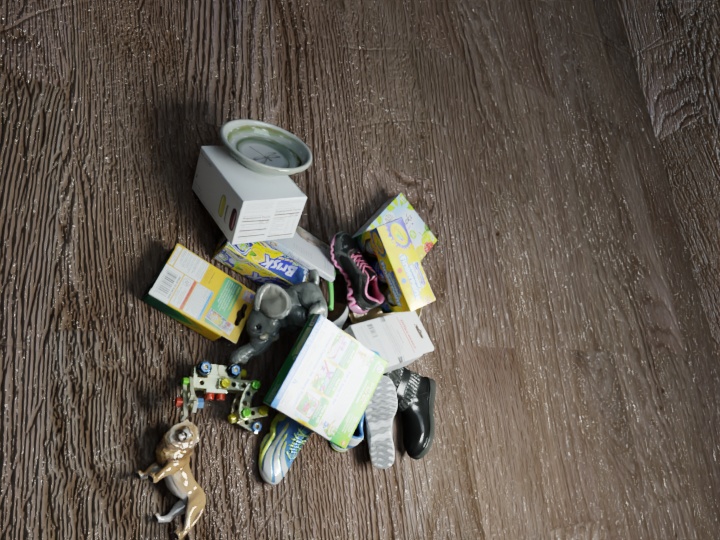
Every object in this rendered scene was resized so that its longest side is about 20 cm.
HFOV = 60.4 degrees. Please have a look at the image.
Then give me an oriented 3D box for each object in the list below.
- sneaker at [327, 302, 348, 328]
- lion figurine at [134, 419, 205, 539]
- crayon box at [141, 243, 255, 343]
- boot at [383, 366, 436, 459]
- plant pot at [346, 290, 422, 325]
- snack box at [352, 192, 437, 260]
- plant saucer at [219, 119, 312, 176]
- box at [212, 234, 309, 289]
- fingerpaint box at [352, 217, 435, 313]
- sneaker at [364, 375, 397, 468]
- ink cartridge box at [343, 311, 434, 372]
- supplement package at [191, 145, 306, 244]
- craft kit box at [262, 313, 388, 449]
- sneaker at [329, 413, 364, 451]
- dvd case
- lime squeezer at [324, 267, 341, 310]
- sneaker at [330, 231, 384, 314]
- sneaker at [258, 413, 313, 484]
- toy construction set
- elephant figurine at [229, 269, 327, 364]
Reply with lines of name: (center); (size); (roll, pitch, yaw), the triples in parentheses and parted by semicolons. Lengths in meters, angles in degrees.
sneaker: (-0.085, 0.151, 1.409); (0.200, 0.073, 0.085); (-50, 139, -47)
lion figurine: (-0.326, 0.384, 1.124); (0.122, 0.072, 0.201); (-26, 103, -54)
crayon box: (-0.323, 0.054, 1.261); (0.200, 0.052, 0.126); (35, 55, -21)
boot: (0.094, 0.322, 1.454); (0.158, 0.079, 0.212); (28, 52, -29)
plant pot: (0.056, 0.076, 1.515); (0.199, 0.027, 0.201); (2, 84, -21)
snack box: (0.089, -0.079, 1.619); (0.169, 0.068, 0.200); (52, 49, -11)
plant saucer: (-0.203, -0.249, 1.309); (0.199, 0.050, 0.200); (18, 34, -12)
box: (-0.215, -0.015, 1.357); (0.200, 0.070, 0.064); (31, 52, -24)
fingerpaint box: (0.072, -0.006, 1.424); (0.073, 0.167, 0.201); (-23, 94, -21)
sneaker: (0.037, 0.337, 1.394); (0.074, 0.082, 0.201); (4, 84, -10)
ink cartridge box: (0.060, 0.168, 1.413); (0.199, 0.067, 0.116); (-10, 66, -40)
supplement package: (-0.240, -0.166, 1.319); (0.155, 0.111, 0.200); (-10, 47, -40)
craft kit box: (-0.063, 0.220, 1.231); (0.197, 0.048, 0.200); (38, 71, -24)
sneaker: (-0.031, 0.293, 1.369); (0.074, 0.082, 0.201); (2, 70, -35)
dvd case: (-0.142, -0.063, 1.424); (0.200, 0.018, 0.143); (32, 25, -23)
lime squeezer: (-0.047, 0.011, 1.489); (0.071, 0.038, 0.200); (36, 40, 1)
sneaker: (0.000, 0.000, 1.428); (0.079, 0.095, 0.201); (-26, 97, -40)
sneaker: (-0.139, 0.330, 1.254); (0.076, 0.105, 0.201); (32, 55, -24)
toy construction set: (-0.275, 0.245, 1.203); (0.200, 0.092, 0.132); (19, 61, -43)
elephant figurine: (-0.174, 0.093, 1.279); (0.199, 0.155, 0.142); (-2, 114, -15)
